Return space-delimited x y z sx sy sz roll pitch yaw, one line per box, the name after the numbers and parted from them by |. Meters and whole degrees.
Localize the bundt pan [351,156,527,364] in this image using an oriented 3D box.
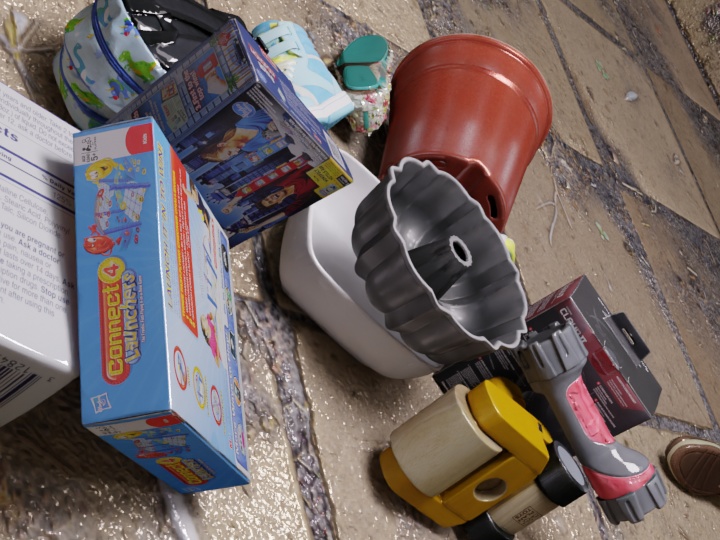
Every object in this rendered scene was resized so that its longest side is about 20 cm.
0.065 -0.001 1.056 0.202 0.076 0.203 37 36 -32 | bundt pan

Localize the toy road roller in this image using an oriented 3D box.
0.109 0.160 1.080 0.200 0.123 0.146 40 21 -37 | toy road roller

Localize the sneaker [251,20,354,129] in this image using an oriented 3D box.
-0.087 -0.191 1.163 0.131 0.079 0.200 57 20 -3 | sneaker

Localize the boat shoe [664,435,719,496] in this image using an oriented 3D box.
0.479 0.269 1.587 0.202 0.075 0.075 31 15 -36 | boat shoe

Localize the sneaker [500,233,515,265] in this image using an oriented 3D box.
0.141 0.029 1.239 0.200 0.075 0.106 54 24 -74 | sneaker

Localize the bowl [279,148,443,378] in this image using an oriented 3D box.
0.000 0.000 1.110 0.200 0.074 0.201 43 33 -23 | bowl

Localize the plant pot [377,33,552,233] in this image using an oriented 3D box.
0.108 -0.131 1.298 0.201 0.200 0.196 44 41 -22 | plant pot

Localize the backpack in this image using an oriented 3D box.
-0.164 -0.167 0.979 0.164 0.153 0.200 68 9 14 | backpack

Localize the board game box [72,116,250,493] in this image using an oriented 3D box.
-0.132 0.032 0.779 0.196 0.056 0.201 68 12 -65 | board game box

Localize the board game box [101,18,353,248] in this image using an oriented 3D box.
-0.133 -0.083 0.907 0.062 0.199 0.200 68 11 24 | board game box

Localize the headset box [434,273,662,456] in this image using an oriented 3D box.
0.201 0.111 1.176 0.149 0.200 0.075 54 30 -2 | headset box

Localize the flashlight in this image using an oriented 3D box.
0.226 0.145 1.101 0.068 0.068 0.201 -31 98 -36 | flashlight

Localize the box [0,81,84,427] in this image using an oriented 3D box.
-0.270 -0.029 0.703 0.184 0.105 0.201 33 38 -38 | box

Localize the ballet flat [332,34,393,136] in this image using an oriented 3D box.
0.003 -0.217 1.336 0.200 0.075 0.064 -80 167 -60 | ballet flat
